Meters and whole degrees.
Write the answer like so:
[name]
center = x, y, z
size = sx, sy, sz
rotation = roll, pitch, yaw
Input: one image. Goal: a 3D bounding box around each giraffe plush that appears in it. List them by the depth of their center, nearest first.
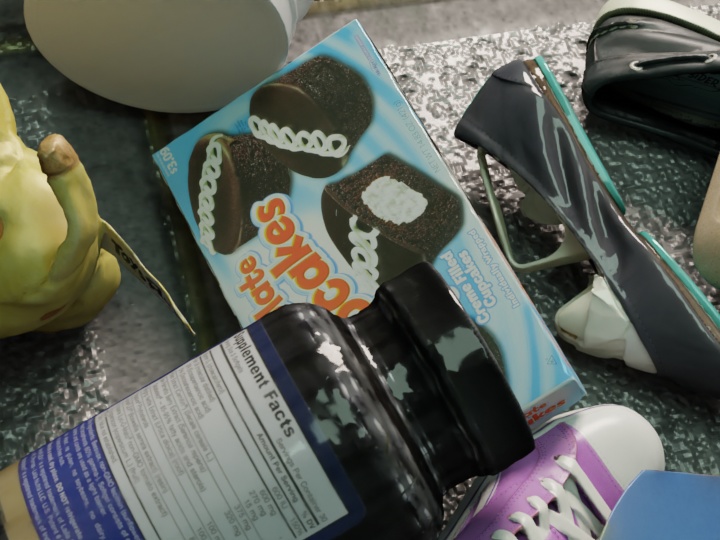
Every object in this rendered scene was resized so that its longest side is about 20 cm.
[giraffe plush]
center = -0.188, 0.008, 0.661
size = 0.162, 0.173, 0.200
rotation = -38, 54, -13

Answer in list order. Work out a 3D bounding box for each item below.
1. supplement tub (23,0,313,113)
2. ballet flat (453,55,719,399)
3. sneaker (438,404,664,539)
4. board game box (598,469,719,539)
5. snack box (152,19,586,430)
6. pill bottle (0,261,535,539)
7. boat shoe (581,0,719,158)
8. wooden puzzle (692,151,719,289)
[supplement tub]
center = -0.084, -0.193, 0.794
size = 0.144, 0.145, 0.201
rotation = 8, 59, -4
[ballet flat]
center = 0.108, -0.007, 0.768
size = 0.073, 0.073, 0.201
rotation = -26, 73, -22
[sneaker]
center = 0.067, 0.122, 0.647
size = 0.200, 0.114, 0.073
rotation = -41, 92, -23
[board game box]
center = 0.157, 0.167, 0.673
size = 0.199, 0.039, 0.159
rotation = 8, 68, -32
[snack box]
center = 0.000, 0.000, 0.731
size = 0.116, 0.037, 0.201
rotation = -33, 67, 6
[pill bottle]
center = -0.039, 0.083, 0.631
size = 0.199, 0.112, 0.112
rotation = -30, 67, -4
[boat shoe]
center = 0.201, -0.074, 0.807
size = 0.198, 0.075, 0.066
rotation = 24, 53, 9
[wooden puzzle]
center = 0.258, -0.072, 0.718
size = 0.184, 0.046, 0.201
rotation = 10, 76, 35
